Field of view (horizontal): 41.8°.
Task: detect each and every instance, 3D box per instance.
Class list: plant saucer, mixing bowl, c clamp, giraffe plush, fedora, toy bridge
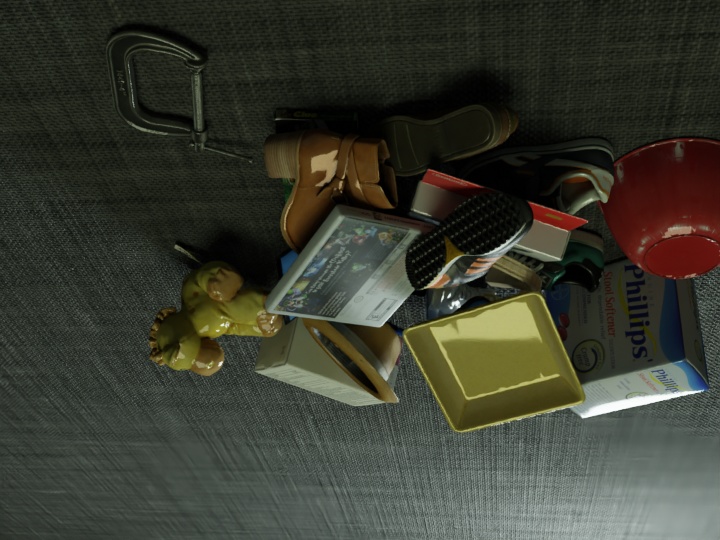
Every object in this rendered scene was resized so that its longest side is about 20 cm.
[{"bbox_3d":[0.184,0.118,1.292,0.198,0.049,0.201,-18,120,20],"label":"plant saucer"},{"bbox_3d":[0.400,-0.060,1.189,0.197,0.109,0.201,4,147,3],"label":"mixing bowl"},{"bbox_3d":[-0.217,-0.209,1.125,0.169,0.027,0.201,9,149,4],"label":"c clamp"},{"bbox_3d":[-0.232,0.080,1.381,0.198,0.163,0.173,28,163,10],"label":"giraffe plush"},{"bbox_3d":[0.001,0.103,1.368,0.200,0.082,0.201,42,167,11],"label":"fedora"},{"bbox_3d":[0.199,0.008,1.249,0.067,0.028,0.200,8,161,40],"label":"toy bridge"}]

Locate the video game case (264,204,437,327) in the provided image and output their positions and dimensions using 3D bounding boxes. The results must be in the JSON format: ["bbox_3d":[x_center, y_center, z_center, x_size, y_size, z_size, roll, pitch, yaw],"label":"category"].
[{"bbox_3d":[0.000,0.000,1.197,0.180,0.024,0.200,9,139,-32],"label":"video game case"}]

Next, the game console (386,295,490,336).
[{"bbox_3d":[0.147,0.088,1.420,0.170,0.119,0.199,-41,139,18],"label":"game console"}]

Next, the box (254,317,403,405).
[{"bbox_3d":[-0.050,0.136,1.523,0.198,0.110,0.127,23,159,-25],"label":"box"}]

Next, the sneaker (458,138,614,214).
[{"bbox_3d":[0.214,-0.106,1.171,0.198,0.080,0.079,-10,146,24],"label":"sneaker"}]

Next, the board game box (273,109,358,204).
[{"bbox_3d":[-0.051,-0.124,1.212,0.103,0.024,0.201,1,141,2],"label":"board game box"}]

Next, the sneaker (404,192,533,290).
[{"bbox_3d":[0.142,-0.035,1.119,0.089,0.071,0.200,0,157,-40],"label":"sneaker"}]

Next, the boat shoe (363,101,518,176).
[{"bbox_3d":[0.094,-0.155,1.114,0.198,0.073,0.068,0,-167,41],"label":"boat shoe"}]

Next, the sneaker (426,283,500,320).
[{"bbox_3d":[0.156,0.032,1.402,0.114,0.075,0.200,1,157,3],"label":"sneaker"}]

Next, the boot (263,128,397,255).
[{"bbox_3d":[-0.023,-0.089,1.165,0.153,0.077,0.202,4,129,22],"label":"boot"}]

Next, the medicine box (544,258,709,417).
[{"bbox_3d":[0.378,0.090,1.351,0.198,0.184,0.103,-20,141,33],"label":"medicine box"}]

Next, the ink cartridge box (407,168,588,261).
[{"bbox_3d":[0.160,-0.063,1.155,0.198,0.045,0.176,18,178,0],"label":"ink cartridge box"}]

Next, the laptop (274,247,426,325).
[{"bbox_3d":[-0.008,0.010,1.350,0.197,0.104,0.178,11,148,8],"label":"laptop"}]

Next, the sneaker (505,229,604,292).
[{"bbox_3d":[0.241,-0.018,1.296,0.197,0.081,0.072,8,150,-5],"label":"sneaker"}]
